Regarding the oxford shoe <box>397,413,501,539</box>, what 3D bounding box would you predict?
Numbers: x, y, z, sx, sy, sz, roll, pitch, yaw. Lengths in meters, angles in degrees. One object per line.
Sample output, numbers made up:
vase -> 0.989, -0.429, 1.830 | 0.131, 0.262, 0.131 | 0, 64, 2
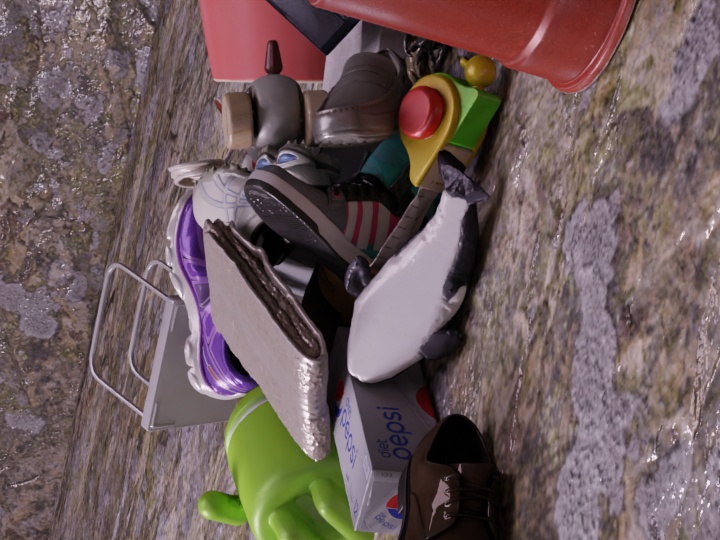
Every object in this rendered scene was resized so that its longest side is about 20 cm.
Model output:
oxford shoe -> 0.065, 0.177, 1.265 | 0.201, 0.072, 0.085 | -100, 25, -50

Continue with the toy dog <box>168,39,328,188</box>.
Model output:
toy dog -> -0.086, -0.139, 1.634 | 0.200, 0.131, 0.097 | -23, 66, 59

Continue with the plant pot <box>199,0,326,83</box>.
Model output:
plant pot -> -0.085, -0.287, 1.913 | 0.200, 0.199, 0.179 | -156, 65, -75

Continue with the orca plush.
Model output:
orca plush -> 0.049, -0.003, 1.437 | 0.071, 0.105, 0.201 | -42, -32, -61

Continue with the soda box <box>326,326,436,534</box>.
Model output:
soda box -> 0.020, 0.127, 1.471 | 0.200, 0.068, 0.064 | -104, 25, -57

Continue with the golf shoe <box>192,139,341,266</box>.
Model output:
golf shoe -> -0.095, -0.044, 1.589 | 0.200, 0.078, 0.098 | -21, 56, 57

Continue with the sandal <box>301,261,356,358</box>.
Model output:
sandal -> 0.000, 0.000, 1.578 | 0.055, 0.081, 0.201 | 91, -162, -83

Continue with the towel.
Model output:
towel -> -0.077, 0.054, 1.536 | 0.200, 0.034, 0.133 | 52, 156, 38

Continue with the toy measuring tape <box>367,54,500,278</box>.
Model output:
toy measuring tape -> 0.046, -0.089, 1.440 | 0.201, 0.073, 0.074 | -59, 23, 22

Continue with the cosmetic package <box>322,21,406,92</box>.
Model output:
cosmetic package -> 0.011, -0.192, 1.720 | 0.200, 0.050, 0.083 | 179, 97, -75

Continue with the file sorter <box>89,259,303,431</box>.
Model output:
file sorter -> -0.155, 0.064, 1.853 | 0.124, 0.199, 0.140 | 32, 116, 42

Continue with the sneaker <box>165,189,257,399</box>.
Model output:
sneaker -> -0.123, 0.019, 1.717 | 0.083, 0.080, 0.202 | -11, 89, 47

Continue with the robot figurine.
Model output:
robot figurine -> -0.054, 0.175, 1.606 | 0.175, 0.116, 0.200 | -39, 36, 10

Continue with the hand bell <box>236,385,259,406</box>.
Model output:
hand bell -> -0.027, 0.068, 1.700 | 0.201, 0.104, 0.104 | -59, 24, 26

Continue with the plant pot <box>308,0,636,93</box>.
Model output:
plant pot -> 0.071, -0.236, 1.231 | 0.201, 0.194, 0.202 | -171, 90, -75

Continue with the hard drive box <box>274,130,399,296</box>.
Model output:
hard drive box -> -0.037, -0.065, 1.712 | 0.157, 0.076, 0.200 | -68, 12, -8

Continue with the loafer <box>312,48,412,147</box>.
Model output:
loafer -> 0.001, -0.141, 1.480 | 0.200, 0.069, 0.070 | -49, -47, -74

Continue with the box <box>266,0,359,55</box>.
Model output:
box -> 0.000, -0.297, 1.590 | 0.149, 0.107, 0.200 | -50, 6, -16

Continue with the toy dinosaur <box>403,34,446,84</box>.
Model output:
toy dinosaur -> 0.069, -0.224, 1.535 | 0.088, 0.047, 0.201 | -93, 20, -58

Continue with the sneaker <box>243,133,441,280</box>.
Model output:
sneaker -> -0.002, -0.065, 1.485 | 0.083, 0.200, 0.121 | 15, 74, 45
